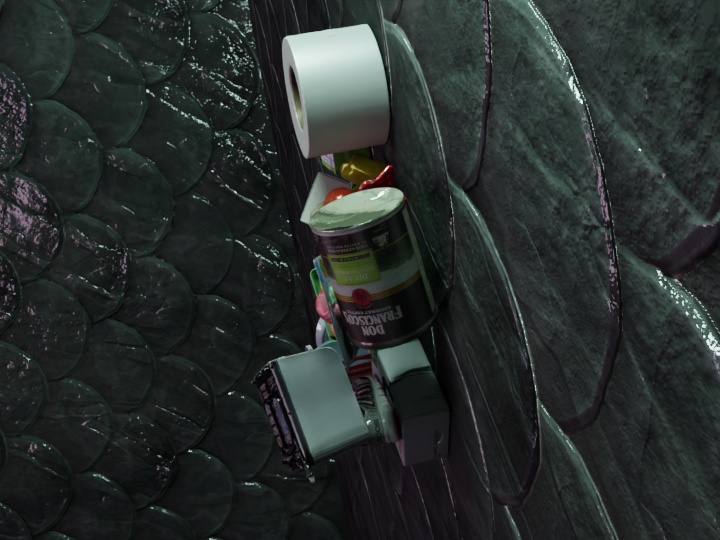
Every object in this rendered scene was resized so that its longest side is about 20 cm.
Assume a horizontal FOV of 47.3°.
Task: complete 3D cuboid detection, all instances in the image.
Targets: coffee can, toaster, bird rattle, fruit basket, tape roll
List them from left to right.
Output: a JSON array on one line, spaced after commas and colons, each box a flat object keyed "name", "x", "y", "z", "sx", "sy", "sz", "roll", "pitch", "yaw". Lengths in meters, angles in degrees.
[{"name": "toaster", "x": -0.082, "y": 0.229, "z": 1.322, "sx": 0.200, "sy": 0.119, "sz": 0.181, "roll": 68, "pitch": 161, "yaw": 10}, {"name": "tape roll", "x": -0.042, "y": -0.297, "z": 1.371, "sx": 0.203, "sy": 0.139, "sz": 0.203, "roll": 169, "pitch": 90, "yaw": -81}, {"name": "fruit basket", "x": -0.027, "y": 0.056, "z": 1.366, "sx": 0.200, "sy": 0.094, "sz": 0.186, "roll": -66, "pitch": -40, "yaw": -84}, {"name": "bird rattle", "x": -0.005, "y": -0.110, "z": 1.373, "sx": 0.113, "sy": 0.163, "sz": 0.200, "roll": 62, "pitch": -173, "yaw": -22}, {"name": "coffee can", "x": 0.022, "y": -0.004, "z": 1.234, "sx": 0.146, "sy": 0.146, "sz": 0.200, "roll": -124, "pitch": 14, "yaw": -67}]

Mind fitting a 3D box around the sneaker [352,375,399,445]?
[{"name": "sneaker", "x": 0.002, "y": 0.244, "z": 1.428, "sx": 0.200, "sy": 0.087, "sz": 0.074, "roll": -126, "pitch": 25, "yaw": -67}]

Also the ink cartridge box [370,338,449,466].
[{"name": "ink cartridge box", "x": 0.084, "y": 0.216, "z": 1.435, "sx": 0.200, "sy": 0.083, "sz": 0.147, "roll": -113, "pitch": 13, "yaw": -45}]

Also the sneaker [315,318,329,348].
[{"name": "sneaker", "x": -0.037, "y": 0.165, "z": 1.713, "sx": 0.073, "sy": 0.071, "sz": 0.200, "roll": -57, "pitch": -34, "yaw": -33}]

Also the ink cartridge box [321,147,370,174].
[{"name": "ink cartridge box", "x": -0.043, "y": -0.298, "z": 1.570, "sx": 0.148, "sy": 0.076, "sz": 0.200, "roll": -130, "pitch": 28, "yaw": -71}]

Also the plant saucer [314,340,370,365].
[{"name": "plant saucer", "x": -0.015, "y": 0.194, "z": 1.669, "sx": 0.200, "sy": 0.200, "sz": 0.027, "roll": 87, "pitch": 179, "yaw": -45}]

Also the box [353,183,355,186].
[{"name": "box", "x": 0.033, "y": -0.056, "z": 1.527, "sx": 0.200, "sy": 0.039, "sz": 0.137, "roll": -111, "pitch": 12, "yaw": -45}]

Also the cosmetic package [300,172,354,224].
[{"name": "cosmetic package", "x": -0.058, "y": -0.132, "z": 1.635, "sx": 0.200, "sy": 0.073, "sz": 0.104, "roll": -23, "pitch": -45, "yaw": -86}]

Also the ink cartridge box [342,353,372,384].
[{"name": "ink cartridge box", "x": -0.001, "y": 0.215, "z": 1.579, "sx": 0.176, "sy": 0.200, "sz": 0.045, "roll": 96, "pitch": 159, "yaw": -63}]

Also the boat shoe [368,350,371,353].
[{"name": "boat shoe", "x": 0.046, "y": 0.104, "z": 1.504, "sx": 0.200, "sy": 0.073, "sz": 0.065, "roll": 87, "pitch": -154, "yaw": -59}]
